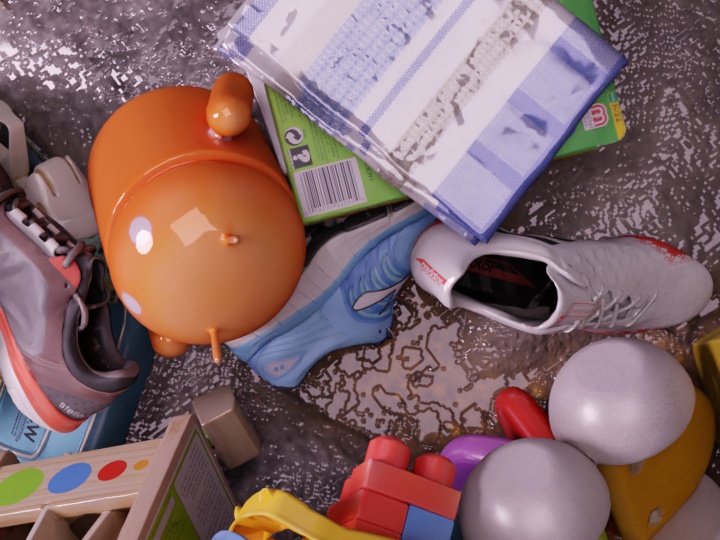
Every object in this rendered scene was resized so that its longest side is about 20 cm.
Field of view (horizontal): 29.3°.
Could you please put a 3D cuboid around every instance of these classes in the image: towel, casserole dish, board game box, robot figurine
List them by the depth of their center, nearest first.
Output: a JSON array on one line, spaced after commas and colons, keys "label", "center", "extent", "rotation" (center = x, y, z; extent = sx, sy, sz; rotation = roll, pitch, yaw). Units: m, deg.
[{"label": "towel", "center": [0.034, -0.127, 0.797], "extent": [0.200, 0.024, 0.147], "rotation": [38, 89, 0]}, {"label": "robot figurine", "center": [-0.098, -0.036, 0.808], "extent": [0.144, 0.200, 0.117], "rotation": [-37, 126, 7]}, {"label": "board game box", "center": [0.050, -0.097, 0.819], "extent": [0.200, 0.030, 0.096], "rotation": [-14, 90, 5]}, {"label": "casserole dish", "center": [-0.206, 0.072, 0.896], "extent": [0.121, 0.039, 0.200], "rotation": [19, 87, 5]}]

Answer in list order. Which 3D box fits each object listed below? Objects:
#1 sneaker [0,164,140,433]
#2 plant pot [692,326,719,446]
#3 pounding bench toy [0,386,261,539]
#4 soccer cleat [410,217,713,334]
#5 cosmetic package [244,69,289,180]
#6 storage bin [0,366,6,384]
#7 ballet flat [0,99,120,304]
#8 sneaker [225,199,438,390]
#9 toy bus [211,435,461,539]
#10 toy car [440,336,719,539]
[{"label": "sneaker", "center": [-0.185, -0.009, 0.799], "extent": [0.082, 0.077, 0.200], "rotation": [-24, 96, 25]}, {"label": "plant pot", "center": [0.300, 0.082, 0.788], "extent": [0.176, 0.200, 0.200], "rotation": [-15, 85, 5]}, {"label": "pounding bench toy", "center": [-0.154, 0.161, 0.831], "extent": [0.156, 0.200, 0.124], "rotation": [-12, 120, 18]}, {"label": "soccer cleat", "center": [0.128, 0.011, 0.837], "extent": [0.200, 0.085, 0.069], "rotation": [10, 110, -15]}, {"label": "cosmetic package", "center": [0.031, -0.137, 0.875], "extent": [0.200, 0.085, 0.108], "rotation": [-21, 88, 3]}, {"label": "storage bin", "center": [-0.322, 0.012, 0.847], "extent": [0.200, 0.094, 0.199], "rotation": [-24, 85, 23]}, {"label": "ballet flat", "center": [-0.215, -0.058, 0.873], "extent": [0.200, 0.074, 0.074], "rotation": [37, 88, 14]}, {"label": "sneaker", "center": [0.000, 0.000, 0.882], "extent": [0.200, 0.078, 0.090], "rotation": [-37, 122, -11]}, {"label": "toy bus", "center": [-0.024, 0.173, 0.693], "extent": [0.200, 0.136, 0.192], "rotation": [19, 66, -15]}, {"label": "toy car", "center": [0.115, 0.133, 0.816], "extent": [0.150, 0.175, 0.200], "rotation": [21, 56, 42]}]
